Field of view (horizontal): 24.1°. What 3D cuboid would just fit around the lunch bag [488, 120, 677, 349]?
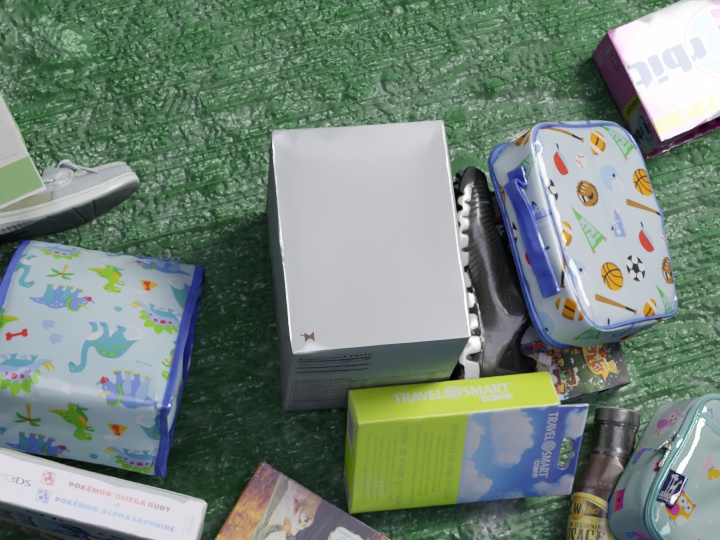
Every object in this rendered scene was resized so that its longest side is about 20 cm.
[{"bbox_3d":[0.189,-0.036,1.461,0.160,0.075,0.201,-8,77,-42],"label":"lunch bag"}]

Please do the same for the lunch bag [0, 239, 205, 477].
[{"bbox_3d":[-0.229,0.061,1.443,0.169,0.128,0.201,10,49,-4],"label":"lunch bag"}]

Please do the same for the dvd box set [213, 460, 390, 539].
[{"bbox_3d":[-0.077,0.287,1.457,0.146,0.029,0.201,32,77,1],"label":"dvd box set"}]

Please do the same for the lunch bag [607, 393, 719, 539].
[{"bbox_3d":[0.318,0.208,1.460,0.200,0.077,0.161,41,66,-15],"label":"lunch bag"}]

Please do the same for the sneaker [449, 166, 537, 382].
[{"bbox_3d":[0.118,0.009,1.478,0.090,0.066,0.201,0,83,-8],"label":"sneaker"}]

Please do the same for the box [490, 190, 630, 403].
[{"bbox_3d":[0.151,0.024,1.528,0.136,0.038,0.201,-14,80,-8],"label":"box"}]

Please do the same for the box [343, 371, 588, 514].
[{"bbox_3d":[0.088,0.149,1.453,0.199,0.122,0.048,-4,43,-9],"label":"box"}]

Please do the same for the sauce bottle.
[{"bbox_3d":[0.213,0.222,1.484,0.066,0.066,0.201,9,76,-4],"label":"sauce bottle"}]

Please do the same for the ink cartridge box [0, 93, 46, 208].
[{"bbox_3d":[-0.355,-0.084,1.444,0.145,0.048,0.200,-25,48,-10],"label":"ink cartridge box"}]

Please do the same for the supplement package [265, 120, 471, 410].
[{"bbox_3d":[0.000,0.000,1.427,0.146,0.200,0.192,-4,73,-6],"label":"supplement package"}]

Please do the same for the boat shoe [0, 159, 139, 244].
[{"bbox_3d":[-0.296,-0.065,1.487,0.201,0.074,0.065,-16,83,-1],"label":"boat shoe"}]

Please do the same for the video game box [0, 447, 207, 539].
[{"bbox_3d":[-0.219,0.197,1.374,0.181,0.200,0.047,17,73,-1],"label":"video game box"}]

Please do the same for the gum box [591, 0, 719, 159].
[{"bbox_3d":[0.333,-0.199,1.576,0.199,0.066,0.114,-24,81,-10],"label":"gum box"}]
